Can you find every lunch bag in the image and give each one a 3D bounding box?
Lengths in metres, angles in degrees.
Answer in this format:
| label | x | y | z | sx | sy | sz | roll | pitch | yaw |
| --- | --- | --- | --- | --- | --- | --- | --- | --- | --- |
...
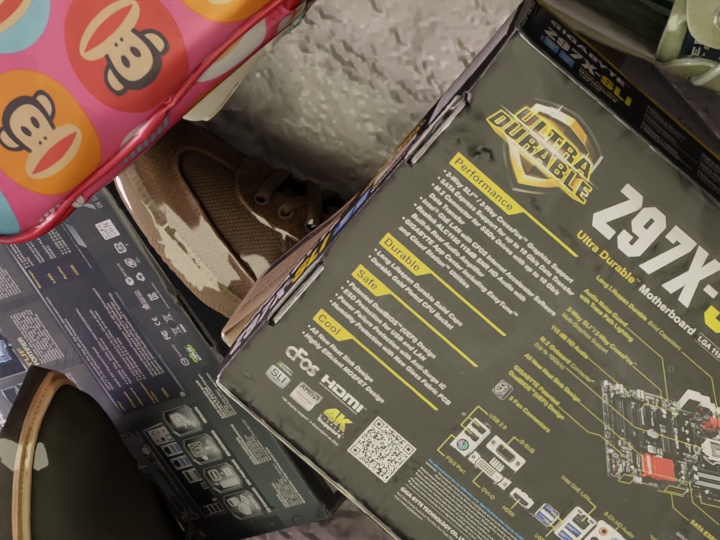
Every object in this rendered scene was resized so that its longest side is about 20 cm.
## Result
| label | x | y | z | sx | sy | sz | roll | pitch | yaw |
| --- | --- | --- | --- | --- | --- | --- | --- | --- | --- |
| lunch bag | -0.104 | -0.125 | 0.933 | 0.176 | 0.082 | 0.200 | 49 | 123 | -3 |

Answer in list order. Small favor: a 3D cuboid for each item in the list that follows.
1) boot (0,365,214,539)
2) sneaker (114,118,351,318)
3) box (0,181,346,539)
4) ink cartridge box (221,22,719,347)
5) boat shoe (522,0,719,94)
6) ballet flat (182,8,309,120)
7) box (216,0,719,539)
| label | x | y | z | sx | sy | sz | roll | pitch | yaw |
| --- | --- | --- | --- | --- | --- | --- | --- | --- | --- |
| boot | -0.057 | 0.118 | 1.128 | 0.137 | 0.078 | 0.201 | 9 | 145 | 21 |
| sneaker | 0.000 | 0.000 | 1.076 | 0.200 | 0.071 | 0.076 | 42 | 117 | -6 |
| box | -0.107 | 0.023 | 1.162 | 0.157 | 0.051 | 0.201 | -19 | 112 | 41 |
| ink cartridge box | 0.080 | 0.035 | 0.993 | 0.165 | 0.075 | 0.200 | -39 | 97 | 21 |
| boat shoe | 0.112 | -0.083 | 0.924 | 0.199 | 0.062 | 0.072 | 26 | 134 | 13 |
| ballet flat | -0.082 | -0.077 | 1.026 | 0.199 | 0.074 | 0.075 | -17 | 113 | 25 |
| box | 0.077 | 0.038 | 0.928 | 0.200 | 0.049 | 0.160 | 40 | 111 | -3 |
